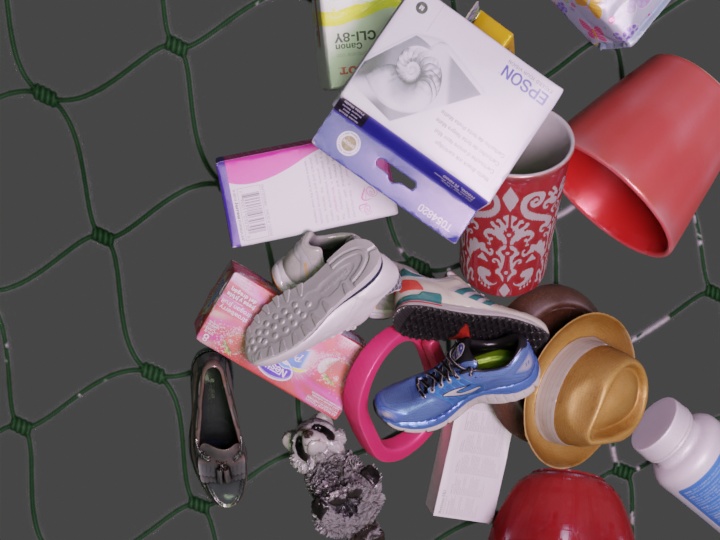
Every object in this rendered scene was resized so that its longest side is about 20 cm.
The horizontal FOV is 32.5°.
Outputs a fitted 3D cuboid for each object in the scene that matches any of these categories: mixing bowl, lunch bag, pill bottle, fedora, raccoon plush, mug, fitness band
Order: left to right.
[{"bbox_3d":[-0.040,0.275,1.547,0.096,0.134,0.202,-18,134,-20],"label":"raccoon plush"},{"bbox_3d":[0.045,0.149,1.496,0.143,0.037,0.201,-42,141,-17],"label":"fitness band"},{"bbox_3d":[0.185,-0.090,1.460,0.132,0.178,0.202,21,138,21],"label":"mug"},{"bbox_3d":[0.256,0.312,1.541,0.198,0.200,0.110,14,69,-10],"label":"mixing bowl"},{"bbox_3d":[0.284,0.153,1.484,0.199,0.081,0.203,-10,106,-36],"label":"fedora"},{"bbox_3d":[0.310,-0.392,1.461,0.169,0.127,0.200,43,84,-14],"label":"lunch bag"},{"bbox_3d":[0.447,0.254,1.584,0.199,0.112,0.113,39,91,-13],"label":"pill bottle"}]

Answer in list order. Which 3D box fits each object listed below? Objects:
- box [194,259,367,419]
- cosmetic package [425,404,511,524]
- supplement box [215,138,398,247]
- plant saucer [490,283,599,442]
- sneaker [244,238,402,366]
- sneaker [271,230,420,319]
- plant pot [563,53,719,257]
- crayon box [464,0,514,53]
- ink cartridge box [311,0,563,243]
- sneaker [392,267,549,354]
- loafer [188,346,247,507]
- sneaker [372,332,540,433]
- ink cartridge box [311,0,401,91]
[{"bbox_3d":[-0.094,0.082,1.482,0.199,0.100,0.096,31,93,-12],"label":"box"},{"bbox_3d":[0.144,0.212,1.562,0.081,0.051,0.203,10,96,-14],"label":"cosmetic package"},{"bbox_3d":[-0.065,-0.100,1.458,0.197,0.103,0.103,-11,99,-6],"label":"supplement box"},{"bbox_3d":[0.244,0.119,1.538,0.198,0.034,0.203,-2,94,-28],"label":"plant saucer"},{"bbox_3d":[-0.042,0.052,1.401,0.199,0.077,0.080,-34,144,10],"label":"sneaker"},{"bbox_3d":[0.000,0.000,1.460,0.198,0.076,0.092,5,141,-32],"label":"sneaker"},{"bbox_3d":[0.347,-0.147,1.480,0.200,0.200,0.178,44,80,-12],"label":"plant pot"},{"bbox_3d":[0.121,-0.217,1.416,0.051,0.200,0.126,37,92,10],"label":"crayon box"},{"bbox_3d":[0.080,-0.164,1.306,0.198,0.041,0.201,33,92,-5],"label":"ink cartridge box"},{"bbox_3d":[0.131,0.041,1.462,0.197,0.094,0.071,11,135,-14],"label":"sneaker"},{"bbox_3d":[-0.177,0.198,1.505,0.071,0.063,0.203,-7,100,-7],"label":"loafer"},{"bbox_3d":[0.106,0.118,1.413,0.198,0.079,0.090,-20,132,-3],"label":"sneaker"},{"bbox_3d":[0.017,-0.317,1.446,0.143,0.083,0.203,-7,100,-8],"label":"ink cartridge box"}]
